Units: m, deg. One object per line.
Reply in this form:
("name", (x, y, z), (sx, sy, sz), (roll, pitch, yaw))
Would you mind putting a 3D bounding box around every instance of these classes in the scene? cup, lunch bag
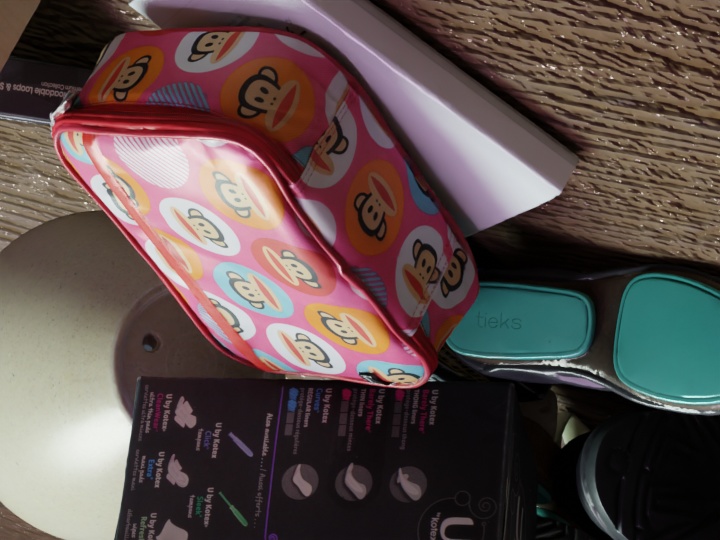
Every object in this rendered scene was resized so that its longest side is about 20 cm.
("cup", (-0.121, 0.059, 1.477), (0.200, 0.201, 0.143), (38, 161, -19))
("lunch bag", (-0.053, -0.031, 1.234), (0.175, 0.082, 0.200), (6, 145, 41))

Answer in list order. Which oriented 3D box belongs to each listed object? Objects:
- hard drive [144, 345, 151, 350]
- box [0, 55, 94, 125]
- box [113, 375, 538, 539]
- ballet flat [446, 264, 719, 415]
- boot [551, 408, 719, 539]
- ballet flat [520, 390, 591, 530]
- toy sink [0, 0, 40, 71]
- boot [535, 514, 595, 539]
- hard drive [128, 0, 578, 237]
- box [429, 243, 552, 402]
("hard drive", (-0.144, 0.063, 1.771), (0.199, 0.042, 0.135), (20, 158, 31))
("box", (-0.216, -0.103, 1.379), (0.199, 0.036, 0.142), (13, -174, 43))
("box", (-0.014, 0.127, 1.319), (0.198, 0.107, 0.122), (0, 153, 12))
("ballet flat", (0.133, 0.031, 1.247), (0.199, 0.073, 0.073), (6, 150, 39))
("boot", (0.150, 0.116, 1.338), (0.199, 0.077, 0.168), (12, 172, -34))
("ballet flat", (0.103, 0.109, 1.456), (0.067, 0.073, 0.200), (1, 155, 38))
("toy sink", (-0.263, -0.179, 1.239), (0.199, 0.113, 0.131), (18, 158, 21))
("boot", (0.080, 0.174, 1.463), (0.181, 0.073, 0.200), (22, 173, 19))
("hard drive", (-0.006, -0.090, 1.201), (0.199, 0.027, 0.132), (36, 160, -12))
("box", (0.000, 0.000, 1.385), (0.200, 0.046, 0.159), (38, 160, -19))
